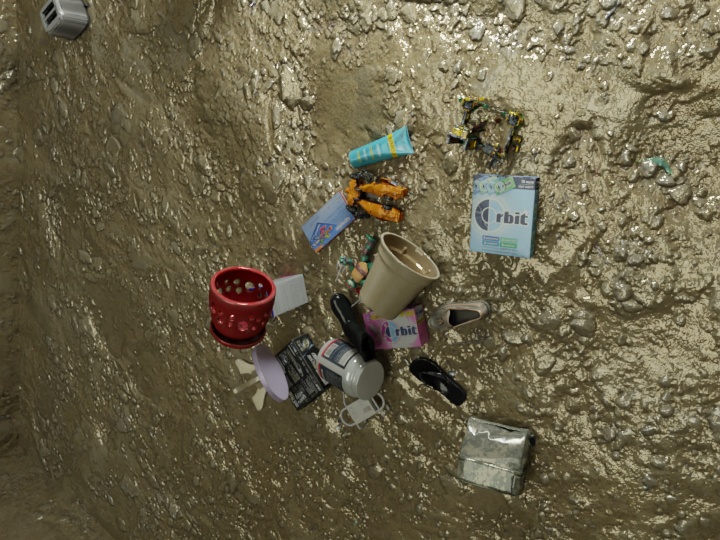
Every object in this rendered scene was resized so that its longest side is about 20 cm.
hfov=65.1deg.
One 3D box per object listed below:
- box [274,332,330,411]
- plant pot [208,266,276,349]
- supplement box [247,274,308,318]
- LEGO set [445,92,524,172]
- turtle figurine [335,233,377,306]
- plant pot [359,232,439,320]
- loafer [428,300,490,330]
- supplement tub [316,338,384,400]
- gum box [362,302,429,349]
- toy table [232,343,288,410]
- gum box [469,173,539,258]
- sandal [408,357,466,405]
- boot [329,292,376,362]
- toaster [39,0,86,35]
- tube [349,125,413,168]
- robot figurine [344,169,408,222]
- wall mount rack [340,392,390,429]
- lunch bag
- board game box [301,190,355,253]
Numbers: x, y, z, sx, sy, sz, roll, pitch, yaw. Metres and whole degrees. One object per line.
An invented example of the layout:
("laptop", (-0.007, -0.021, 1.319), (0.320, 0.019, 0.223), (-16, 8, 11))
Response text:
("box", (-0.203, 0.352, 1.952), (0.164, 0.085, 0.202), (-42, 77, 33))
("plant pot", (-0.363, 0.115, 1.700), (0.198, 0.199, 0.186), (32, 125, 22))
("supplement box", (-0.275, 0.085, 1.871), (0.099, 0.198, 0.107), (-8, 99, 33))
("LEGO set", (0.309, -0.360, 1.434), (0.198, 0.115, 0.157), (35, 118, 21))
("turtle figurine", (0.000, 0.000, 1.733), (0.149, 0.101, 0.202), (38, 105, 5))
("plant pot", (0.096, 0.029, 1.605), (0.200, 0.199, 0.186), (41, 114, 17))
("loafer", (0.271, 0.130, 1.606), (0.196, 0.062, 0.074), (-18, 92, 34))
("supplement tub", (-0.034, 0.310, 1.778), (0.197, 0.138, 0.145), (20, 113, 44))
("gum box", (0.103, 0.172, 1.723), (0.195, 0.066, 0.117), (-9, 97, 34))
("toy table", (-0.339, 0.366, 1.900), (0.115, 0.183, 0.204), (-30, 72, 19))
("gum box", (0.377, -0.146, 1.485), (0.166, 0.044, 0.207), (9, 106, 32))
("sandal", (0.229, 0.330, 1.692), (0.197, 0.042, 0.078), (31, 116, 24))
("boot", (-0.023, 0.170, 1.725), (0.064, 0.200, 0.168), (-28, 113, -6))
("toaster", (-1.180, -1.011, 2.250), (0.196, 0.128, 0.117), (-18, 93, 34))
("tube", (0.060, -0.352, 1.648), (0.195, 0.050, 0.080), (-14, 101, 29))
("robot figurine", (0.041, -0.216, 1.680), (0.196, 0.058, 0.149), (20, 111, 27))
("wall mount rack", (0.003, 0.415, 1.846), (0.198, 0.074, 0.176), (-36, 84, 32))
("lunch bag", (0.379, 0.514, 1.581), (0.195, 0.138, 0.174), (8, 89, 28))
("board game box", (-0.103, -0.154, 1.811), (0.199, 0.019, 0.105), (-37, 79, 33))
